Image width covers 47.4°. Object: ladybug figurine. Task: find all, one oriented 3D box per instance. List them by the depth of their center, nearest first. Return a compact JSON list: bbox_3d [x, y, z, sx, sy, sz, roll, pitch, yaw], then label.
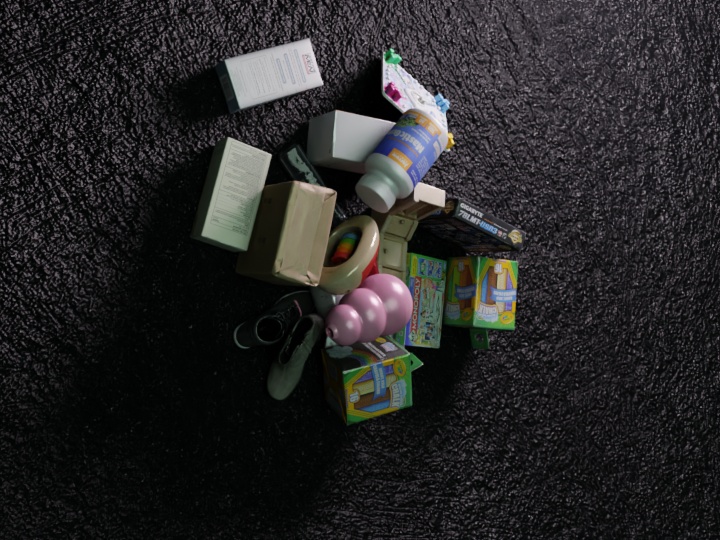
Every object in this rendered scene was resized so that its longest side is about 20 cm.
[{"bbox_3d":[-0.022,-0.027,1.614,0.072,0.134,0.201,56,45,-35],"label":"ladybug figurine"}]

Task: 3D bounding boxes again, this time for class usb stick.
[{"bbox_3d":[-0.101,-0.174,1.718,0.055,0.033,0.201,-35,107,-4],"label":"usb stick"}]

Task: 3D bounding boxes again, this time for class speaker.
[{"bbox_3d":[-0.070,0.022,1.692,0.080,0.081,0.202,-18,89,-29],"label":"speaker"}]

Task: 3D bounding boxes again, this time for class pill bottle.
[{"bbox_3d":[0.078,-0.217,1.639,0.112,0.112,0.201,45,70,-22],"label":"pill bottle"}]

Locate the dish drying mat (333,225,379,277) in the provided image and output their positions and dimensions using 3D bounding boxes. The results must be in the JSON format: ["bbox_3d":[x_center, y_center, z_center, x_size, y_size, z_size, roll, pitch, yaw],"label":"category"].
[{"bbox_3d":[0.000,0.000,1.707,0.076,0.018,0.203,-10,100,13],"label":"dish drying mat"}]

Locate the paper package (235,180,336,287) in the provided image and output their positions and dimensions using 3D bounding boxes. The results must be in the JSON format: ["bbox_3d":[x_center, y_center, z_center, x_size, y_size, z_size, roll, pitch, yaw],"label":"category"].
[{"bbox_3d":[-0.146,-0.070,1.597,0.102,0.199,0.193,16,82,-28],"label":"paper package"}]

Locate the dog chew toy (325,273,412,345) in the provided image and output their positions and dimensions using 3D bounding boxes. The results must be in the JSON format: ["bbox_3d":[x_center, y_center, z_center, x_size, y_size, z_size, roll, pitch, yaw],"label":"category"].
[{"bbox_3d":[0.011,0.085,1.614,0.199,0.124,0.126,-26,102,-40],"label":"dog chew toy"}]

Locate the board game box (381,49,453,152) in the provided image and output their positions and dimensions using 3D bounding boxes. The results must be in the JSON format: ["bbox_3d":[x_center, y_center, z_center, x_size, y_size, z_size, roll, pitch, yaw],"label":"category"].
[{"bbox_3d":[0.125,-0.374,1.783,0.199,0.026,0.201,37,31,-25],"label":"board game box"}]

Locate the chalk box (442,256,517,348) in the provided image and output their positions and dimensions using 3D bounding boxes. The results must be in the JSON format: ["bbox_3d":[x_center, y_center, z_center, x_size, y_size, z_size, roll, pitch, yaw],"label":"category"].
[{"bbox_3d":[0.271,0.075,1.875,0.123,0.124,0.203,8,84,-30],"label":"chalk box"}]

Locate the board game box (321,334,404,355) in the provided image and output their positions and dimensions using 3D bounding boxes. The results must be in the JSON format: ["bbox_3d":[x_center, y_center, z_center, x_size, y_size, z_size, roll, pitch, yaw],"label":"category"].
[{"bbox_3d":[0.016,0.103,1.790,0.198,0.026,0.203,13,82,-30],"label":"board game box"}]

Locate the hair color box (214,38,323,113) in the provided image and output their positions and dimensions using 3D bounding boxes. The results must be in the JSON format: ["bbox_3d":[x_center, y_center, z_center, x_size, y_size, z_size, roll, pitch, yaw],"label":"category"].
[{"bbox_3d":[-0.184,-0.395,1.661,0.198,0.060,0.100,-23,101,-28],"label":"hair color box"}]

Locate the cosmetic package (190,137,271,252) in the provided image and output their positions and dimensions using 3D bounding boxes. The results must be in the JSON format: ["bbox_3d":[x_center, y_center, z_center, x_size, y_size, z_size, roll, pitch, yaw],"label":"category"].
[{"bbox_3d":[-0.254,-0.146,1.608,0.104,0.071,0.203,20,79,-29],"label":"cosmetic package"}]

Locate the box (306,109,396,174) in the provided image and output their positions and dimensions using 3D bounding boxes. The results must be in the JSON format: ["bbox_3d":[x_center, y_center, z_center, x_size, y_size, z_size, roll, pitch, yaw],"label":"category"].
[{"bbox_3d":[0.001,-0.264,1.730,0.198,0.124,0.099,6,87,-31],"label":"box"}]

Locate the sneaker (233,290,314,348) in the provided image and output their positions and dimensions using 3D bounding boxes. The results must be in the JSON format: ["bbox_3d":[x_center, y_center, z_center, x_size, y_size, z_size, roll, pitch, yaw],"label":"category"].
[{"bbox_3d":[-0.153,0.099,1.648,0.199,0.099,0.071,-29,101,-30],"label":"sneaker"}]

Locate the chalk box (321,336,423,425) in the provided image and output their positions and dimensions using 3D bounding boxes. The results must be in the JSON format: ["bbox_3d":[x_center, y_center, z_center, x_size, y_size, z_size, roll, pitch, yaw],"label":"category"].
[{"bbox_3d":[0.032,0.219,1.715,0.198,0.125,0.126,-11,111,-22],"label":"chalk box"}]

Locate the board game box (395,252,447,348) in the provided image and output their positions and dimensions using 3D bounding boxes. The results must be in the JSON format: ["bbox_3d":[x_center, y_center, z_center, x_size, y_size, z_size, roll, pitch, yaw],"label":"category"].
[{"bbox_3d":[0.137,0.070,1.838,0.134,0.029,0.203,10,84,-49],"label":"board game box"}]

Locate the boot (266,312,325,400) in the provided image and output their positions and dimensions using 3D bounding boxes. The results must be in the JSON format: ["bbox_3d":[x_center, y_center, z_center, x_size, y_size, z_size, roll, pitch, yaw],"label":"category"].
[{"bbox_3d":[-0.142,0.170,1.612,0.067,0.131,0.202,29,96,8],"label":"boot"}]

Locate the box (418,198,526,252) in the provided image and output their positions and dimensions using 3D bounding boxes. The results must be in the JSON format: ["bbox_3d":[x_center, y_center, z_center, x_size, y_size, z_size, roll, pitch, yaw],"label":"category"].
[{"bbox_3d":[0.230,-0.097,1.819,0.197,0.199,0.050,23,80,-27],"label":"box"}]

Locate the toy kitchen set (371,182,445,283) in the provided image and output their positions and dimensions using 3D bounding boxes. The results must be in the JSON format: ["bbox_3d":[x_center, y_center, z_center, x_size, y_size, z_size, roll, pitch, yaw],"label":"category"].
[{"bbox_3d":[0.057,-0.068,1.713,0.161,0.180,0.203,14,70,-28],"label":"toy kitchen set"}]
